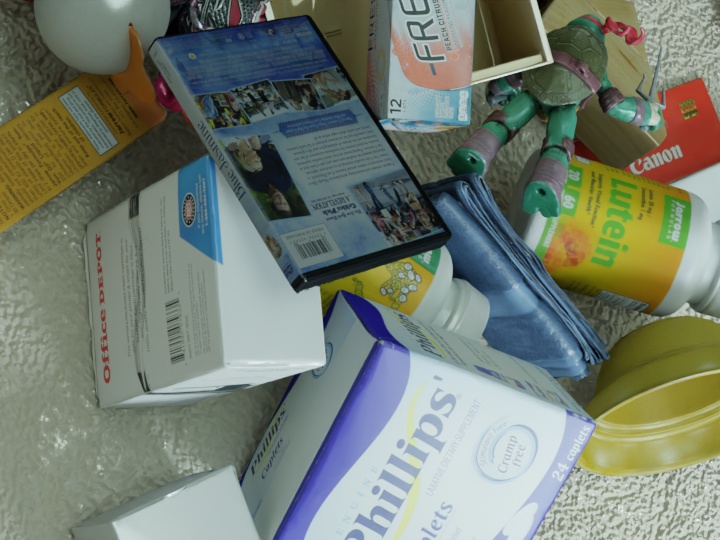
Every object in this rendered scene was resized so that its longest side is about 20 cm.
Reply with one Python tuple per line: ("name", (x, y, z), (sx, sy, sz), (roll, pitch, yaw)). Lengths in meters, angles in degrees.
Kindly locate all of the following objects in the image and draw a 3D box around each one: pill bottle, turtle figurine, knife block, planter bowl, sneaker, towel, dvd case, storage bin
("pill bottle", (0.229, -0.025, 1.399), (0.200, 0.111, 0.111), (17, 69, -7))
("turtle figurine", (0.160, -0.142, 1.339), (0.200, 0.150, 0.101), (-55, 146, -28))
("knife block", (0.167, -0.192, 1.448), (0.175, 0.064, 0.200), (2, 67, -32))
("planter bowl", (0.266, 0.095, 1.395), (0.200, 0.200, 0.084), (4, 57, -30))
("sneaker", (-0.102, -0.203, 1.186), (0.075, 0.081, 0.200), (-24, 132, -43))
("pill bottle", (0.000, 0.000, 1.288), (0.200, 0.113, 0.113), (36, 63, -19))
("towel", (0.112, 0.007, 1.349), (0.200, 0.112, 0.049), (49, 66, -16))
("dvd case", (-0.039, -0.085, 1.111), (0.143, 0.018, 0.200), (-17, 68, -43))
("storage bin", (0.016, -0.226, 1.251), (0.198, 0.094, 0.200), (-17, 94, -15))

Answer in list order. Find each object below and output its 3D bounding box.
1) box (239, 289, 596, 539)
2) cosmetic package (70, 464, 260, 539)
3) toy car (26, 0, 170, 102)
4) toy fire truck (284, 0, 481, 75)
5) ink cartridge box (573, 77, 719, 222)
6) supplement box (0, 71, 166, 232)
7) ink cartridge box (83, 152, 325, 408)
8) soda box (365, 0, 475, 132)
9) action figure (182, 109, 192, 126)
("box", (0.040, 0.140, 1.233), (0.200, 0.105, 0.184), (21, 103, -25))
("cosmetic package", (-0.114, 0.253, 1.175), (0.107, 0.085, 0.200), (-20, 88, -33))
("toy car", (-0.197, -0.202, 1.171), (0.184, 0.177, 0.200), (-19, 82, -24))
("toy fire truck", (0.002, -0.228, 1.343), (0.168, 0.112, 0.200), (-35, 98, -32))
("ink cartridge box", (0.296, -0.081, 1.527), (0.200, 0.044, 0.174), (-22, 91, -33))
("supplement box", (-0.239, -0.080, 1.191), (0.200, 0.067, 0.069), (-42, 101, -32))
("ink cartridge box", (-0.115, 0.013, 1.165), (0.084, 0.200, 0.145), (2, 78, -34))
("soda box", (0.044, -0.201, 1.174), (0.063, 0.068, 0.200), (2, 90, -14))
("action figure", (-0.059, -0.095, 1.182), (0.200, 0.052, 0.065), (36, 85, -12))
